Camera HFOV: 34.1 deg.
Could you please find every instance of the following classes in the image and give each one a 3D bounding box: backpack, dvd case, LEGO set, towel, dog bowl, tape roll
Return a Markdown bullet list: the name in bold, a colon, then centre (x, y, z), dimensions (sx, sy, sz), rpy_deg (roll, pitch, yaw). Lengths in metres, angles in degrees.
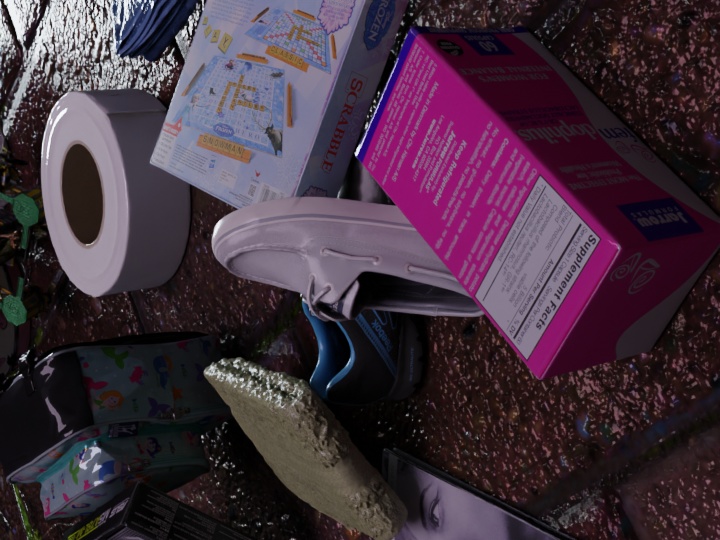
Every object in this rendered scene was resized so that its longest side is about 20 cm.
- **backpack**: centre (-0.210, 0.133, 1.060), dimensions (0.177, 0.198, 0.152), rpy_deg (-33, 75, 45)
- **dvd case**: centre (0.080, 0.230, 0.846), dimensions (0.199, 0.016, 0.151), rpy_deg (19, 113, 50)
- **LEGO set**: centre (-0.397, -0.049, 1.372), dimensions (0.152, 0.116, 0.203), rpy_deg (17, 118, 18)
- **towel**: centre (-0.047, 0.133, 0.913), dimensions (0.149, 0.036, 0.199), rpy_deg (56, 161, -17)
- **dog bowl**: centre (-0.493, 0.052, 1.517), dimensions (0.199, 0.073, 0.203), rpy_deg (14, 107, 50)
- **tape roll**: centre (-0.247, -0.079, 1.170), dimensions (0.201, 0.070, 0.206), rpy_deg (15, 108, 51)
- **towel**: centre (-0.168, -0.278, 1.029), dimensions (0.200, 0.048, 0.113), rpy_deg (-39, 54, 50)

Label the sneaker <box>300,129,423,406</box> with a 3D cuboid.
- **sneaker**: centre (0.000, 0.000, 0.850), dimensions (0.073, 0.081, 0.203), rpy_deg (2, 97, 54)

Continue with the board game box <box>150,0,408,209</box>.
- **board game box**: centre (-0.066, -0.146, 0.889), dimensions (0.199, 0.041, 0.202), rpy_deg (27, 99, 47)

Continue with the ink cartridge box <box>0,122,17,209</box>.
- **ink cartridge box**: centre (-0.520, -0.167, 1.498), dimensions (0.144, 0.083, 0.203), rpy_deg (-30, 74, 51)

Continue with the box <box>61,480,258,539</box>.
- **box**: centre (-0.152, 0.268, 1.029), dimensions (0.193, 0.199, 0.048), rpy_deg (-34, 30, 51)

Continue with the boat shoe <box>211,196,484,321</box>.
- **boat shoe**: centre (-0.006, 0.001, 0.784), dimensions (0.072, 0.197, 0.069), rpy_deg (90, -174, -58)

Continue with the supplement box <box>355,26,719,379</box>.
- **supplement box**: centre (0.100, -0.047, 0.693), dimensions (0.201, 0.100, 0.104), rpy_deg (53, 134, 31)
